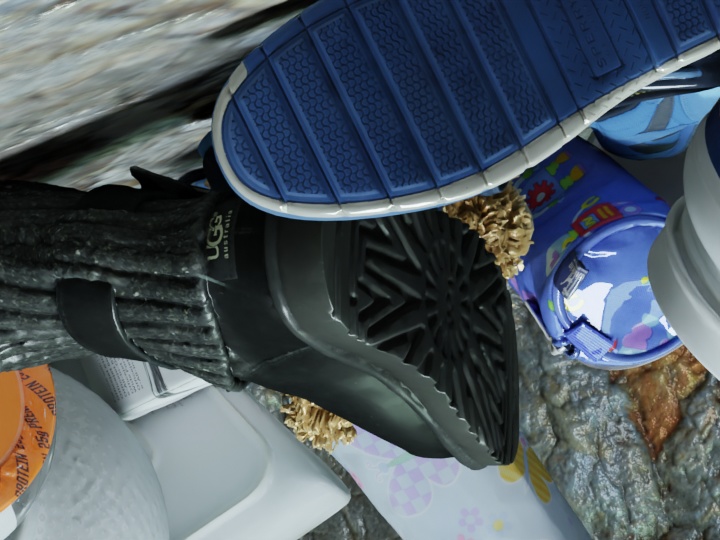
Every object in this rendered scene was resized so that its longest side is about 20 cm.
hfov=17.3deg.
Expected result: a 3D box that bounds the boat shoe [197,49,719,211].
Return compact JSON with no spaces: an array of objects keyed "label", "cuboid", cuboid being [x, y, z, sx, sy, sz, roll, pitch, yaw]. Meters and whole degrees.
[{"label":"boat shoe","cuboid":[0.036,-0.057,0.850,0.199,0.069,0.084,-22,177,19]}]

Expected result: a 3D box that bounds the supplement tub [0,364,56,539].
[{"label":"supplement tub","cuboid":[-0.199,0.070,0.985,0.122,0.123,0.200,-20,178,-26]}]

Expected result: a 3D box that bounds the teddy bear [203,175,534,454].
[{"label":"teddy bear","cuboid":[0.000,0.000,1.023,0.199,0.146,0.067,-16,-156,-39]}]

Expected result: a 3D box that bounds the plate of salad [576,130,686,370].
[{"label":"plate of salad","cuboid":[0.164,-0.039,1.184,0.048,0.201,0.200,27,150,-27]}]

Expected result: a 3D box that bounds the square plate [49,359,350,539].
[{"label":"square plate","cuboid":[-0.140,0.100,1.223,0.198,0.200,0.029,-33,148,-22]}]

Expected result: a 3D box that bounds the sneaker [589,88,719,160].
[{"label":"sneaker","cuboid":[0.121,-0.088,1.068,0.078,0.066,0.200,-7,175,-9]}]

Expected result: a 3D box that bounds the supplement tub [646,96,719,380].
[{"label":"supplement tub","cuboid":[0.203,-0.047,0.835,0.144,0.144,0.200,-18,146,-53]}]

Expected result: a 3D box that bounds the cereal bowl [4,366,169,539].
[{"label":"cereal bowl","cuboid":[-0.194,0.126,1.129,0.199,0.201,0.083,-21,156,-3]}]

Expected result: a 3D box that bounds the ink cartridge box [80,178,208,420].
[{"label":"ink cartridge box","cuboid":[-0.045,-0.002,1.153,0.145,0.084,0.200,-22,178,-29]}]

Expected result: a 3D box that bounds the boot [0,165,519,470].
[{"label":"boot","cuboid":[-0.041,0.017,0.855,0.157,0.080,0.211,-6,154,25]}]

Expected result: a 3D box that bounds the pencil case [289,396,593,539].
[{"label":"pencil case","cuboid":[0.048,0.112,1.183,0.091,0.200,0.083,-31,-176,27]}]

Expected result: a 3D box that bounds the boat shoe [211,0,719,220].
[{"label":"boat shoe","cuboid":[0.047,-0.065,0.745,0.199,0.073,0.072,-21,179,-9]}]

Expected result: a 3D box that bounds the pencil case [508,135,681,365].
[{"label":"pencil case","cuboid":[0.096,-0.019,1.145,0.087,0.078,0.200,-43,-153,2]}]
